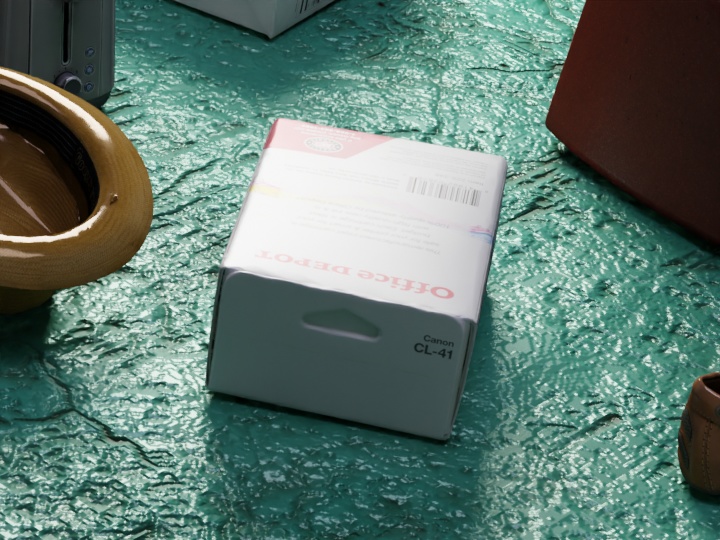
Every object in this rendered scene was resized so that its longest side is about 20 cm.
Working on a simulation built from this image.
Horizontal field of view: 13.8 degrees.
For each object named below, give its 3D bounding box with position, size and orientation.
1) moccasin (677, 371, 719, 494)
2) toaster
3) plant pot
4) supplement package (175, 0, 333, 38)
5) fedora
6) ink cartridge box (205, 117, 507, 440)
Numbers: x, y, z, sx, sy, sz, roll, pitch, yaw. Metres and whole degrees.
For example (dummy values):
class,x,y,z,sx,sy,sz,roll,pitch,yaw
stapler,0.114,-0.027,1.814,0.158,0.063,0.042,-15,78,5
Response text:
class,x,y,z,sx,sy,sz,roll,pitch,yaw
moccasin,0.275,0.085,1.631,0.200,0.078,0.074,7,29,-3
toaster,-0.237,-0.190,1.925,0.113,0.130,0.200,-13,36,-35
plant pot,0.265,-0.123,1.900,0.199,0.201,0.177,-8,44,-28
supplement package,-0.082,-0.290,2.128,0.190,0.148,0.200,22,33,23
fedora,-0.217,-0.037,1.700,0.199,0.082,0.201,13,38,-10
ink cartridge box,0.000,0.000,1.699,0.147,0.086,0.200,12,30,3
